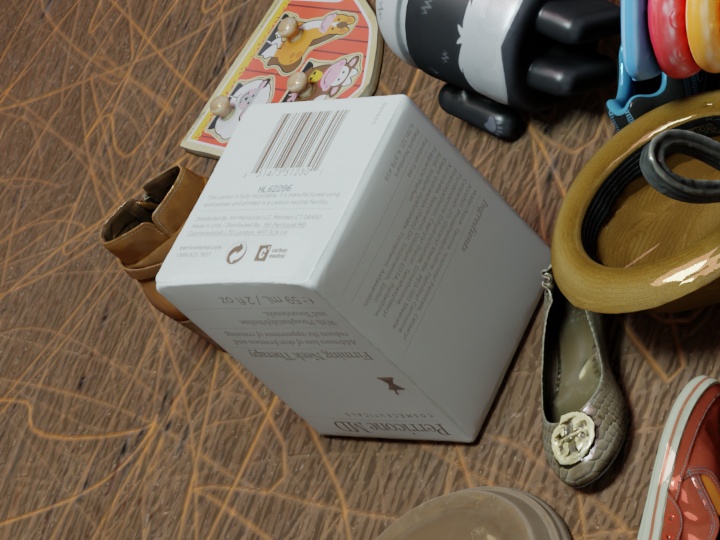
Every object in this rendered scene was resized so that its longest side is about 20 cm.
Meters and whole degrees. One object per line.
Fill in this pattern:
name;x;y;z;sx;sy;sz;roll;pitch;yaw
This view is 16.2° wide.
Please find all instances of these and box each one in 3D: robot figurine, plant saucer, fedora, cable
robot figurine;0.106;-0.195;1.937;0.200;0.125;0.150;24;79;36
plant saucer;0.054;0.225;1.678;0.200;0.029;0.200;-27;40;25
fedora;0.226;-0.032;1.706;0.201;0.082;0.201;-25;38;21
cable;0.276;-0.051;1.594;0.050;0.200;0.097;-34;29;60

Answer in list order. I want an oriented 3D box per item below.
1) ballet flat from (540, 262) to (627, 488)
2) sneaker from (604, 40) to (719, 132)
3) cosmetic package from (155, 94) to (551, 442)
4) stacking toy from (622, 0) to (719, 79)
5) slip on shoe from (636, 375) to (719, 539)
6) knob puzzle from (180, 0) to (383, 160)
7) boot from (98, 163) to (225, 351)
ballet flat;0.146;0.062;1.727;0.067;0.046;0.200;-25;40;29
sneaker;0.233;-0.162;1.826;0.073;0.082;0.200;-14;45;40
cosmetic package;0.000;0.000;1.806;0.167;0.200;0.166;-1;54;46
stacking toy;0.280;-0.180;1.690;0.200;0.110;0.116;6;20;26
slip on shoe;0.207;0.151;1.570;0.061;0.074;0.200;9;49;10
knob puzzle;-0.059;-0.170;2.185;0.220;0.030;0.220;-27;39;25
boot;-0.094;-0.043;1.986;0.200;0.155;0.077;-38;35;11
